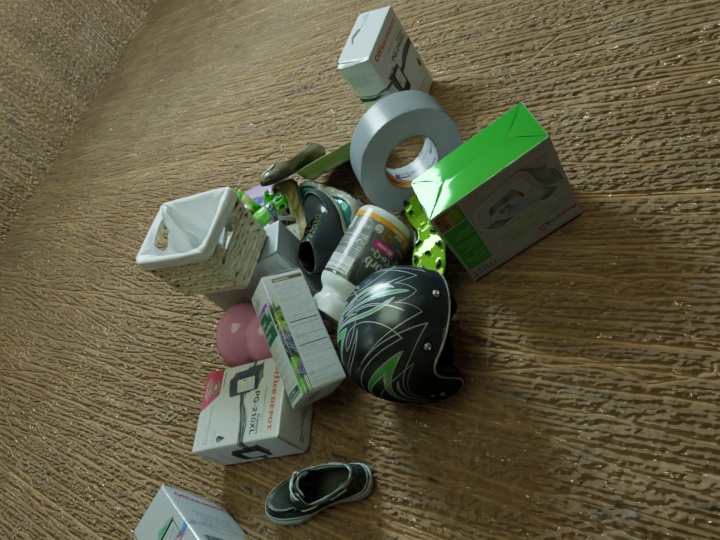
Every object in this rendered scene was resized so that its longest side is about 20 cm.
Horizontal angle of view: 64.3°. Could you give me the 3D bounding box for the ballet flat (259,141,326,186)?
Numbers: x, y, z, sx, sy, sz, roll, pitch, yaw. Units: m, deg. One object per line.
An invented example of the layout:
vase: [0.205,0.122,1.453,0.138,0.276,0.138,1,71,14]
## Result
ballet flat: [-0.145,-0.230,1.213,0.066,0.047,0.199,-18,15,47]

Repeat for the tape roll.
tape roll: [0.081,-0.208,1.017,0.198,0.200,0.067,-37,44,10]

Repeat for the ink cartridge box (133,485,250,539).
ink cartridge box: [-0.230,0.429,0.858,0.197,0.145,0.085,24,75,45]

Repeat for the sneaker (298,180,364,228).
sneaker: [-0.074,-0.133,1.186,0.198,0.076,0.082,25,90,49]

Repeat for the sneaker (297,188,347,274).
sneaker: [-0.084,-0.080,1.085,0.075,0.104,0.203,-48,57,33]

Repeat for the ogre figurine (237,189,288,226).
ogre figurine: [-0.233,-0.098,1.162,0.195,0.100,0.121,15,55,33]

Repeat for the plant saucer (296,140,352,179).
plant saucer: [-0.042,-0.238,1.198,0.196,0.032,0.200,-28,10,6]

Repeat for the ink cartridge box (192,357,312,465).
ink cartridge box: [-0.183,0.243,0.995,0.195,0.084,0.149,-18,51,28]

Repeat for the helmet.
helmet: [0.059,0.090,0.829,0.195,0.191,0.205,-21,48,25]

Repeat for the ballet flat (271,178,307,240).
ballet flat: [-0.137,-0.099,1.185,0.061,0.069,0.204,-11,61,-21]

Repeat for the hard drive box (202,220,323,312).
hard drive box: [-0.188,0.015,1.111,0.195,0.156,0.079,-22,46,23]

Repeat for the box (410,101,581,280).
box: [0.205,-0.112,0.865,0.197,0.176,0.098,-33,44,14]

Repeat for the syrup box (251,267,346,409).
syrup box: [-0.105,0.108,0.938,0.204,0.079,0.079,64,145,18]

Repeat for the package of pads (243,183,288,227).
package of pads: [-0.222,-0.101,1.279,0.118,0.075,0.205,-26,47,25]

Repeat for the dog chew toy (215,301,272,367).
dog chew toy: [-0.169,0.122,1.052,0.194,0.125,0.128,-1,59,28]

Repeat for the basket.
basket: [-0.280,-0.045,1.024,0.195,0.123,0.139,-5,55,35]

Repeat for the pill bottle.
pill bottle: [0.000,0.000,0.998,0.115,0.116,0.204,19,73,44]

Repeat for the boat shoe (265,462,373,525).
boat shoe: [-0.075,0.324,0.861,0.196,0.071,0.074,-28,46,21]

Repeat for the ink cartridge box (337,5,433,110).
ink cartridge box: [0.056,-0.404,1.175,0.081,0.200,0.149,2,61,38]

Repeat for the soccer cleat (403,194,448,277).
soccer cleat: [0.119,-0.045,0.955,0.066,0.081,0.204,-27,45,22]
